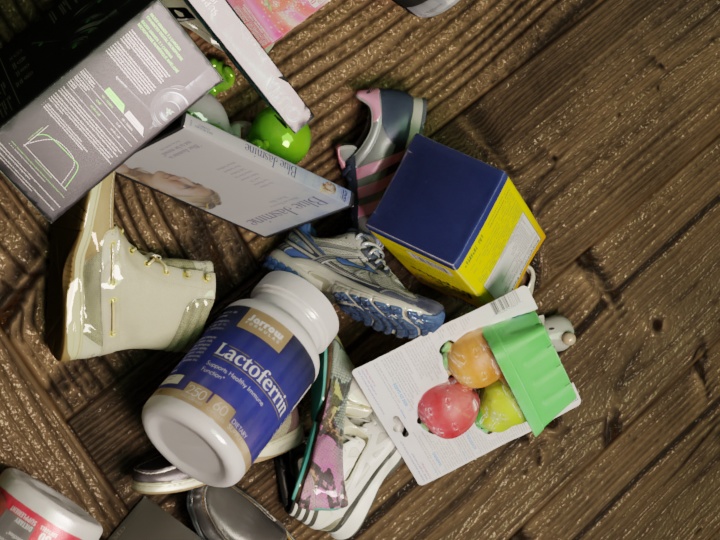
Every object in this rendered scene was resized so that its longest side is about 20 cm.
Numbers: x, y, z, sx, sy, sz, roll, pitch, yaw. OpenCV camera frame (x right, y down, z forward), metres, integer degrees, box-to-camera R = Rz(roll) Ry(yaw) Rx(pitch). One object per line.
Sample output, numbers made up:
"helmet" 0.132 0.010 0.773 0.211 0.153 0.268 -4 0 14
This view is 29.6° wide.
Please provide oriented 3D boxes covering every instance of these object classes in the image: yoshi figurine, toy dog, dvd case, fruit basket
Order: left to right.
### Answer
"yoshi figurine" -0.126 -0.144 1.296 0.200 0.112 0.113 28 79 -38
"dvd case" -0.125 -0.085 1.290 0.199 0.142 0.018 23 64 -35
"fruit basket" 0.114 0.119 1.429 0.199 0.094 0.186 -25 124 9
"toy dog" 0.173 0.095 1.552 0.200 0.096 0.132 -37 119 -21

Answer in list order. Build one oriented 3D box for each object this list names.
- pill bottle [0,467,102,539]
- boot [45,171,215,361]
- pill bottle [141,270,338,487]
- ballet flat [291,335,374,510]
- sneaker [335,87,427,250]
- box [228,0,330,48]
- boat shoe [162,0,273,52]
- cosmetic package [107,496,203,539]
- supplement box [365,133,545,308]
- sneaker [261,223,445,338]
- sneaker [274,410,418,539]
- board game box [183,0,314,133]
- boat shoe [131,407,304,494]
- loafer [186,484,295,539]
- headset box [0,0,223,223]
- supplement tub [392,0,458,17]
"pill bottle" -0.335 0.293 1.254 0.111 0.111 0.201 39 79 -33
"boot" -0.211 -0.013 1.289 0.154 0.072 0.201 0 106 -33
"pill bottle" -0.111 0.101 1.322 0.200 0.115 0.116 -53 125 -33
"ballet flat" -0.024 0.158 1.409 0.071 0.069 0.201 13 55 -7
"sneaker" 0.005 -0.094 1.428 0.082 0.070 0.201 16 96 -9
"box" -0.101 -0.316 1.225 0.200 0.094 0.103 50 35 -16
"boat shoe" -0.166 -0.269 1.268 0.201 0.061 0.072 35 107 -31
"cosmetic package" -0.176 0.307 1.311 0.107 0.200 0.090 -51 124 -16
"supplement box" 0.103 -0.041 1.416 0.109 0.109 0.200 -61 155 -7
"sneaker" 0.000 0.000 1.367 0.085 0.199 0.077 -62 158 -17
"sneaker" -0.018 0.184 1.459 0.115 0.076 0.201 27 88 -36
"board game box" -0.124 -0.218 1.191 0.028 0.135 0.200 -39 122 0
"boat shoe" -0.145 0.170 1.379 0.199 0.072 0.065 -16 105 -34
"loafer" -0.104 0.277 1.417 0.200 0.072 0.073 50 52 -34
"headset box" -0.227 -0.164 1.152 0.200 0.174 0.093 -40 122 -1
"supplement tub" 0.021 -0.346 1.334 0.200 0.122 0.123 28 85 -35
